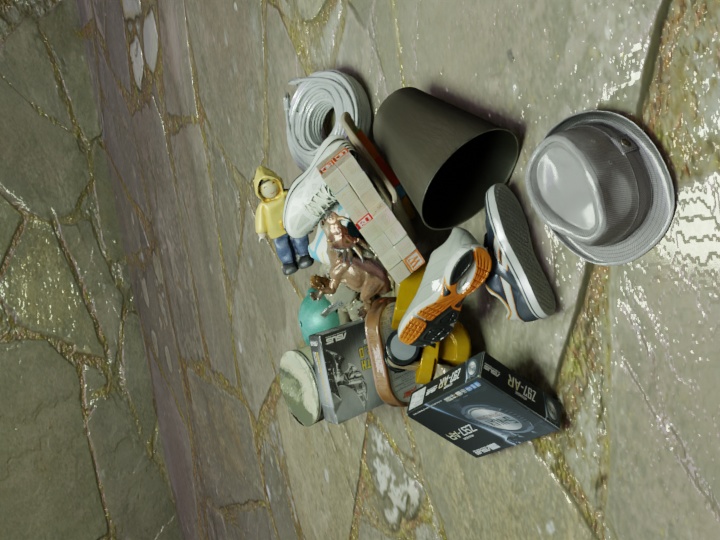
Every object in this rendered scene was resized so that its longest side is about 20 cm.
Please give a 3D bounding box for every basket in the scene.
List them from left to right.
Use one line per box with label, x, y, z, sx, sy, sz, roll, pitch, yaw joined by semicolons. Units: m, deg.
basket;0.111;-0.187;0.874;0.201;0.179;0.137;50;177;41

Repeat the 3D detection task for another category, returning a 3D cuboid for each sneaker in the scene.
sneaker;-0.070;-0.134;0.989;0.204;0.074;0.116;-59;28;12
sneaker;-0.034;-0.104;1.065;0.078;0.204;0.077;7;149;29
sneaker;0.120;0.026;0.864;0.202;0.074;0.093;-54;27;25
sneaker;0.212;-0.020;0.837;0.078;0.077;0.206;-24;82;47

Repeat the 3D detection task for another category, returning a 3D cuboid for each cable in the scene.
cable;-0.066;-0.284;1.110;0.195;0.068;0.208;0;90;41

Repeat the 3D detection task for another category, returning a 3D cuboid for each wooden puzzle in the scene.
wooden puzzle;0.041;-0.158;0.985;0.204;0.037;0.185;62;-175;23

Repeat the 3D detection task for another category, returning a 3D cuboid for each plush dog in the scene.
plush dog;-0.039;-0.015;1.143;0.174;0.155;0.205;-111;30;-51

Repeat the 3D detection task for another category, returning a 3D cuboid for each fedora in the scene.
fedora;0.279;-0.099;0.713;0.177;0.088;0.205;-44;66;50

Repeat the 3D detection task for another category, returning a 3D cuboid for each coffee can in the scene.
coffee can;-0.046;0.208;1.150;0.145;0.195;0.152;21;117;49

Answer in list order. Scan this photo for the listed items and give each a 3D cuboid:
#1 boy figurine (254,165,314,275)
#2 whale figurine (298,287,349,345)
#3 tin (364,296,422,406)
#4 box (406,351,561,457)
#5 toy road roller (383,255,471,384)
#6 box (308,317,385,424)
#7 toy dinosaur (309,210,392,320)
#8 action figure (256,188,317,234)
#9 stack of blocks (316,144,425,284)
boy figurine;-0.144;-0.101;1.074;0.065;0.120;0.206;-111;4;-66
whale figurine;-0.103;0.119;1.281;0.199;0.101;0.164;-32;72;57
tin;0.067;0.151;1.056;0.041;0.110;0.207;-8;94;52
box;0.187;0.218;0.892;0.158;0.044;0.200;33;140;-12
toy road roller;0.118;0.090;0.968;0.123;0.141;0.207;91;-171;-74
box;0.007;0.175;1.070;0.048;0.195;0.164;-9;93;55
toy dinosaur;0.000;0.000;0.960;0.136;0.196;0.088;-45;32;33
action figure;-0.127;-0.137;1.190;0.099;0.198;0.123;8;102;28
stack of blocks;0.015;-0.089;0.900;0.202;0.058;0.116;53;-177;-26
